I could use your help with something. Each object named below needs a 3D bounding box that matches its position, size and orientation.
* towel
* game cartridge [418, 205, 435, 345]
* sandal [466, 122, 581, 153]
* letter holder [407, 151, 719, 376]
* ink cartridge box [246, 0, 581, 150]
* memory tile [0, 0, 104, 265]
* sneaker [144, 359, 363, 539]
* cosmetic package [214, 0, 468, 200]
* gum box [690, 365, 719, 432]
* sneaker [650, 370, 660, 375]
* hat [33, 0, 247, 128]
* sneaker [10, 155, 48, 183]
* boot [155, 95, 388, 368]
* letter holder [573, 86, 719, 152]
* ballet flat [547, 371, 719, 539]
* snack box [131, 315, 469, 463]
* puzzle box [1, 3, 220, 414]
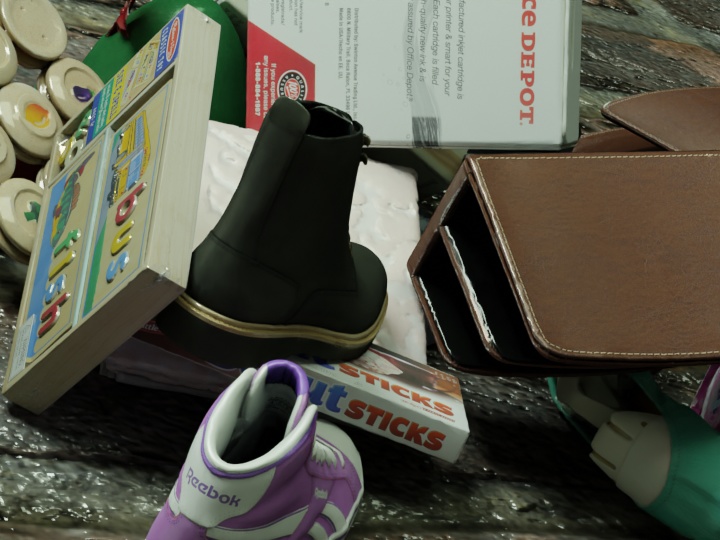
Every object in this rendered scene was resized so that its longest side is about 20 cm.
[{"bbox_3d":[-0.057,-0.002,1.311,0.199,0.032,0.192,13,52,-20],"label":"towel"},{"bbox_3d":[0.000,0.000,1.438,0.133,0.042,0.200,39,28,23],"label":"game cartridge"},{"bbox_3d":[0.106,-0.054,1.441,0.075,0.045,0.200,-15,17,11],"label":"sandal"},{"bbox_3d":[0.151,0.018,1.294,0.199,0.101,0.143,-3,54,-26],"label":"letter holder"},{"bbox_3d":[0.036,-0.148,1.395,0.198,0.145,0.084,2,5,14],"label":"ink cartridge box"},{"bbox_3d":[-0.177,-0.065,1.308,0.201,0.017,0.153,56,33,-1],"label":"memory tile"},{"bbox_3d":[-0.034,0.090,1.126,0.072,0.115,0.200,26,22,11],"label":"sneaker"},{"bbox_3d":[-0.016,-0.134,1.527,0.200,0.071,0.105,38,-21,-14],"label":"cosmetic package"},{"bbox_3d":[0.271,0.124,1.376,0.113,0.066,0.200,20,24,-7],"label":"gum box"},{"bbox_3d":[0.140,0.023,1.438,0.199,0.116,0.076,-5,10,-18],"label":"sneaker"},{"bbox_3d":[-0.112,-0.171,1.438,0.165,0.177,0.200,3,20,-23],"label":"hat"},{"bbox_3d":[-0.268,-0.068,1.322,0.199,0.079,0.115,15,14,-46],"label":"sneaker"},{"bbox_3d":[-0.015,-0.027,1.194,0.077,0.139,0.200,31,18,16],"label":"boot"},{"bbox_3d":[0.207,-0.077,1.602,0.142,0.101,0.199,34,27,29],"label":"letter holder"},{"bbox_3d":[0.158,0.097,1.339,0.070,0.068,0.200,13,20,-23],"label":"ballet flat"},{"bbox_3d":[-0.037,0.046,1.229,0.199,0.024,0.072,22,19,-11],"label":"snack box"},{"bbox_3d":[-0.130,-0.035,1.205,0.025,0.133,0.201,31,39,-26],"label":"puzzle box"}]
